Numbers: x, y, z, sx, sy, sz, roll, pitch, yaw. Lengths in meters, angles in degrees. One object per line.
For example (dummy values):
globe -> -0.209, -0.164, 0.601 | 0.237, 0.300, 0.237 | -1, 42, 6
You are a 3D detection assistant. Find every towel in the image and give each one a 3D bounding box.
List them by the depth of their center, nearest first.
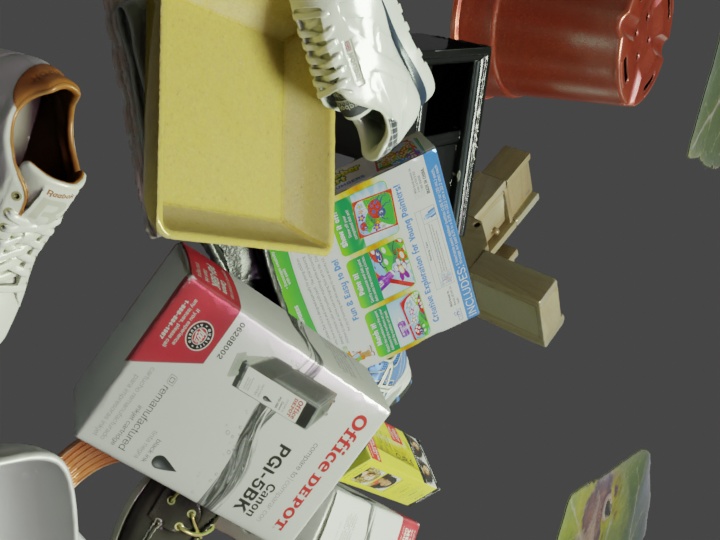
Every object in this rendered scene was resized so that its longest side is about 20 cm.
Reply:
towel -> -0.112, -0.148, 0.767 | 0.190, 0.032, 0.203 | -38, 136, -42

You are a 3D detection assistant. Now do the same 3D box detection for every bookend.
bookend -> 0.030, -0.124, 0.934 | 0.199, 0.091, 0.202 | -17, 120, -51

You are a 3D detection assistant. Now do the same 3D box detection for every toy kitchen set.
toy kitchen set -> 0.202, -0.008, 1.169 | 0.200, 0.179, 0.164 | -48, 142, -25

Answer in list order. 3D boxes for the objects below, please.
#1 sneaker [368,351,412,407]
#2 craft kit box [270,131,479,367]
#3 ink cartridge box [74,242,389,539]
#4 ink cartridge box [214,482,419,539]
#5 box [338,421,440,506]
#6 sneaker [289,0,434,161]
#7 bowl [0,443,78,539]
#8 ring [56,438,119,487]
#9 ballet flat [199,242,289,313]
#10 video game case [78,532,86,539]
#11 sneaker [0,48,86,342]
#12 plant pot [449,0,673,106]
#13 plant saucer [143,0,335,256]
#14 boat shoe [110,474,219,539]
sneaker -> -0.011, 0.127, 0.987 | 0.200, 0.075, 0.078 | -49, 143, -48
craft kit box -> 0.000, 0.000, 0.890 | 0.195, 0.049, 0.202 | -26, 126, -9
ink cartridge box -> -0.098, 0.100, 0.736 | 0.199, 0.083, 0.148 | 35, 95, -24
ink cartridge box -> -0.048, 0.248, 0.951 | 0.084, 0.145, 0.200 | -65, 148, -11
box -> 0.024, 0.218, 1.104 | 0.050, 0.076, 0.200 | -32, 147, 13
sneaker -> -0.012, -0.175, 0.729 | 0.081, 0.076, 0.200 | -55, 130, -18
bowl -> -0.280, 0.209, 0.598 | 0.198, 0.074, 0.204 | -12, 114, -47
ring -> -0.221, 0.220, 0.797 | 0.199, 0.019, 0.204 | -30, 129, -45
ballet flat -> -0.098, -0.028, 0.765 | 0.066, 0.056, 0.202 | -42, 131, -28
video game case -> -0.292, 0.224, 0.665 | 0.182, 0.022, 0.202 | -49, 136, -27
sneaker -> -0.225, -0.034, 0.606 | 0.072, 0.084, 0.204 | -4, 111, -57
plant pot -> 0.234, -0.278, 1.071 | 0.200, 0.193, 0.204 | -31, 130, -46
plant saucer -> -0.093, -0.117, 0.703 | 0.199, 0.048, 0.204 | 5, 84, -56
boat shoe -> -0.147, 0.192, 0.820 | 0.203, 0.060, 0.072 | -62, 146, -16
